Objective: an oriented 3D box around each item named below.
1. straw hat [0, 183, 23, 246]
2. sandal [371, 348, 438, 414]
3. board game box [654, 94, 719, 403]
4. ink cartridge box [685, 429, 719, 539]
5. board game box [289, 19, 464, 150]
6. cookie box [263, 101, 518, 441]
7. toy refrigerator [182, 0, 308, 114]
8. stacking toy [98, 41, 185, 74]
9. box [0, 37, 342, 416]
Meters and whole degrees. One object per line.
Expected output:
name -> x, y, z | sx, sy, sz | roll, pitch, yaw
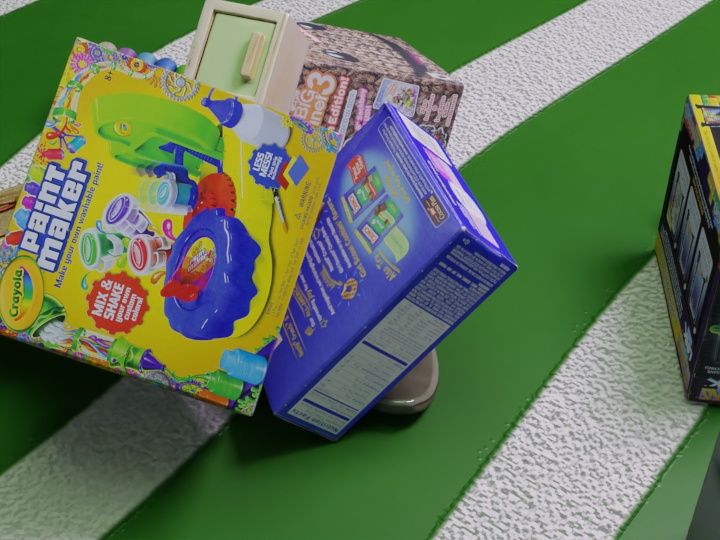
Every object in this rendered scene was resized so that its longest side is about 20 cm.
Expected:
straw hat -> -0.262, 0.006, 0.966 | 0.199, 0.086, 0.202 | -9, 34, 6
sandal -> 0.029, 0.035, 0.960 | 0.079, 0.058, 0.202 | 5, 45, 5
board game box -> 0.292, -0.020, 0.952 | 0.056, 0.166, 0.201 | 2, 40, 3
ink cartridge box -> 0.298, 0.153, 0.720 | 0.043, 0.201, 0.173 | -24, 45, -30
board game box -> -0.031, -0.167, 1.108 | 0.198, 0.098, 0.160 | 4, 24, -27
cookie box -> 0.000, 0.000, 0.902 | 0.075, 0.200, 0.172 | 31, 22, -39
toy refrigerator -> -0.110, -0.109, 0.939 | 0.075, 0.070, 0.202 | 14, 81, 15
stacking toy -> -0.176, -0.180, 1.205 | 0.198, 0.086, 0.086 | 7, 40, -2
box -> -0.139, -0.023, 0.823 | 0.191, 0.122, 0.202 | 18, 82, -8
